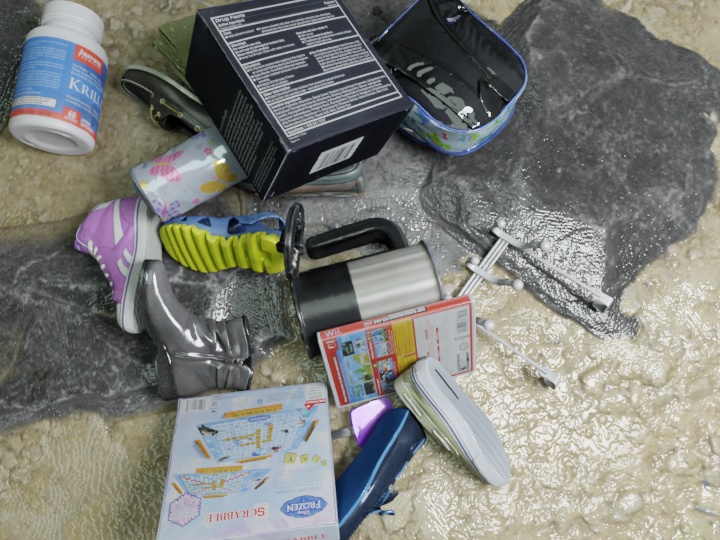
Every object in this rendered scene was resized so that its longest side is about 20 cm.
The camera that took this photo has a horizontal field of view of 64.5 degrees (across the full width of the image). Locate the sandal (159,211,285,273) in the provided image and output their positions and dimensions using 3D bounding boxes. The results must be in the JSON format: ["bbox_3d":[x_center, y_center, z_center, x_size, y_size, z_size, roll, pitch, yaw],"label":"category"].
[{"bbox_3d":[-0.185,-0.046,0.811,0.199,0.080,0.087,7,41,9],"label":"sandal"}]

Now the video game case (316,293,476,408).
[{"bbox_3d":[0.053,0.108,0.743,0.199,0.143,0.017,-14,42,-4],"label":"video game case"}]

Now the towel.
[{"bbox_3d":[-0.194,-0.339,0.862,0.200,0.037,0.148,-33,74,-23],"label":"towel"}]

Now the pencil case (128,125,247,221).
[{"bbox_3d":[-0.210,-0.148,0.777,0.200,0.083,0.091,-33,59,-12],"label":"pencil case"}]

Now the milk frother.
[{"bbox_3d":[0.000,0.000,0.728,0.188,0.200,0.181,-15,78,-4],"label":"milk frother"}]

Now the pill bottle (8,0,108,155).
[{"bbox_3d":[-0.433,-0.281,0.832,0.112,0.112,0.201,3,79,0],"label":"pill bottle"}]

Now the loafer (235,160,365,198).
[{"bbox_3d":[-0.090,-0.126,0.825,0.199,0.063,0.072,1,51,15],"label":"loafer"}]

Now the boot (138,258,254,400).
[{"bbox_3d":[-0.213,0.072,0.765,0.131,0.070,0.201,-9,106,-4],"label":"boot"}]

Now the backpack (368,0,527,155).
[{"bbox_3d":[0.124,-0.265,0.813,0.200,0.147,0.183,43,80,12],"label":"backpack"}]

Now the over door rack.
[{"bbox_3d":[0.230,0.041,0.781,0.200,0.067,0.148,37,81,7],"label":"over door rack"}]

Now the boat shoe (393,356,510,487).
[{"bbox_3d":[0.123,0.202,0.752,0.062,0.072,0.200,-33,95,31],"label":"boat shoe"}]

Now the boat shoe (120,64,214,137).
[{"bbox_3d":[-0.272,-0.235,0.843,0.201,0.072,0.061,28,75,3],"label":"boat shoe"}]

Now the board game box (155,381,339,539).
[{"bbox_3d":[-0.132,0.237,0.699,0.199,0.041,0.200,-6,40,-2],"label":"board game box"}]

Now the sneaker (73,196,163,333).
[{"bbox_3d":[-0.343,-0.006,0.799,0.114,0.073,0.201,-4,67,2],"label":"sneaker"}]

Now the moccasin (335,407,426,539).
[{"bbox_3d":[0.024,0.267,0.716,0.068,0.080,0.200,49,67,-18],"label":"moccasin"}]

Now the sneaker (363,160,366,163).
[{"bbox_3d":[-0.072,-0.222,0.835,0.200,0.085,0.075,39,81,8],"label":"sneaker"}]

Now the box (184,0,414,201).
[{"bbox_3d":[-0.078,-0.225,0.715,0.200,0.123,0.199,-28,82,-32],"label":"box"}]

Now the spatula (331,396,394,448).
[{"bbox_3d":[-0.046,0.226,0.769,0.199,0.021,0.057,-17,83,-3],"label":"spatula"}]
